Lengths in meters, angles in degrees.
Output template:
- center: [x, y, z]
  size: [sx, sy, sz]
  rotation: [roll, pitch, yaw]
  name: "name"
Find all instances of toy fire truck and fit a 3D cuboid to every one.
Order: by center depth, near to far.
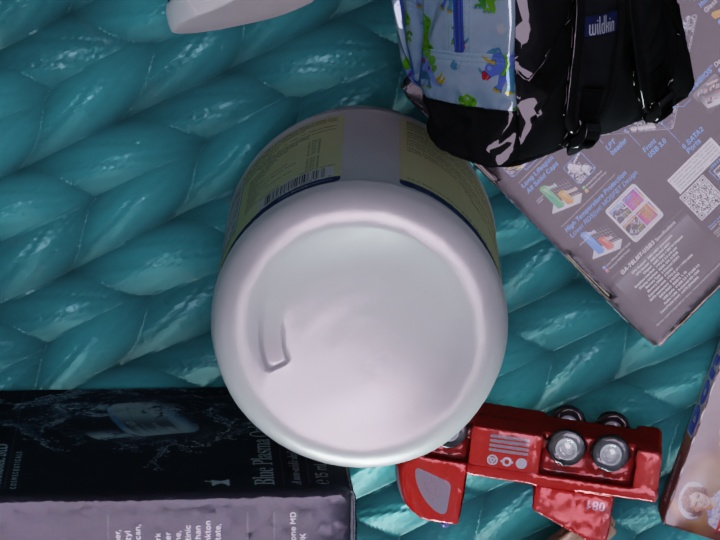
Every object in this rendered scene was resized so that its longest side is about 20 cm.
- center: [0.114, 0.149, 1.409]
  size: [0.199, 0.049, 0.142]
  rotation: [8, 105, 4]
  name: "toy fire truck"

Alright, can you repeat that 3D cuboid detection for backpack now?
- center: [0.083, -0.174, 1.243]
  size: [0.163, 0.153, 0.201]
  rotation: [-24, 127, -39]
  name: "backpack"

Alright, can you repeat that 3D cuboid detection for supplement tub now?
- center: [0.000, 0.000, 1.291]
  size: [0.144, 0.200, 0.146]
  rotation: [0, 109, 1]
  name: "supplement tub"

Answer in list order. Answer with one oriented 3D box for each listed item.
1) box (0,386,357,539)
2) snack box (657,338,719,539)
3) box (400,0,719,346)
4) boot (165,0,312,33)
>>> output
- center: [-0.106, 0.141, 1.324]
  size: [0.199, 0.197, 0.118]
  rotation: [-1, 103, -4]
  name: "box"
- center: [0.234, 0.058, 1.423]
  size: [0.072, 0.024, 0.201]
  rotation: [17, 101, -7]
  name: "snack box"
- center: [0.158, -0.098, 1.357]
  size: [0.198, 0.050, 0.200]
  rotation: [44, 95, -5]
  name: "box"
- center: [-0.046, -0.185, 1.275]
  size: [0.072, 0.200, 0.091]
  rotation: [-10, 83, -33]
  name: "boot"
